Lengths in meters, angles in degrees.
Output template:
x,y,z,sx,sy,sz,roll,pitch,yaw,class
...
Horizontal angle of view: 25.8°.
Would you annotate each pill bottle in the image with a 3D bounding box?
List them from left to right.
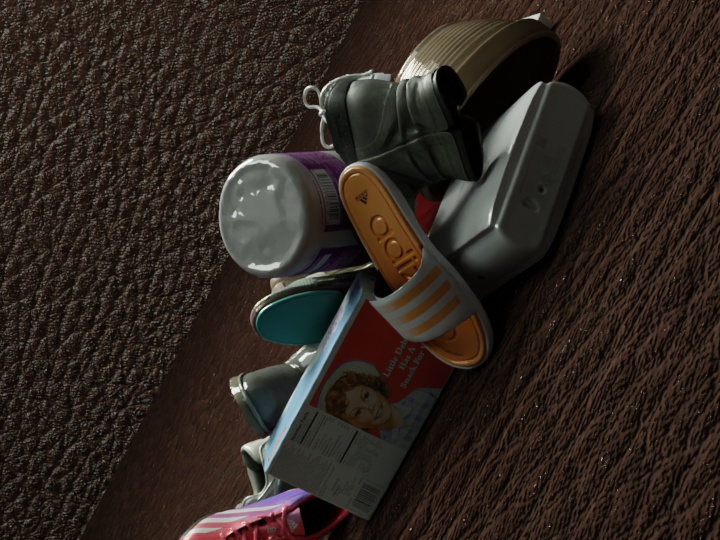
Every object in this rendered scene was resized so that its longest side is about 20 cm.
x,y,z,sx,sy,sz,roll,pitch,yaw,class
-0.033,-0.056,1.482,0.199,0.112,0.113,-8,-46,-55,pill bottle

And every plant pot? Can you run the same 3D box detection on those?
x,y,z,sx,sy,sz,roll,pitch,yaw,class
0.096,-0.173,1.522,0.201,0.093,0.201,-42,-19,-18,plant pot

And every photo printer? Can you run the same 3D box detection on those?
x,y,z,sx,sy,sz,roll,pitch,yaw,class
0.125,-0.063,1.421,0.168,0.069,0.200,-68,11,-22,photo printer

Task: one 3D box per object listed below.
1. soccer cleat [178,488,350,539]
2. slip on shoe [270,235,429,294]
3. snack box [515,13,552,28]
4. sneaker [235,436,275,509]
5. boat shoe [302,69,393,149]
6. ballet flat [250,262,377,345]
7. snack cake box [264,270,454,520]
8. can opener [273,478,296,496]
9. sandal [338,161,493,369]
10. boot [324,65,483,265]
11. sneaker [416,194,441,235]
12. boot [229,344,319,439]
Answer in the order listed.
x,y,z,sx,sy,sz,roll,pitch,yaw,class
-0.096,0.255,1.526,0.199,0.069,0.073,-16,-4,-42,soccer cleat
0.000,0.000,1.624,0.198,0.061,0.076,-26,-22,-17,slip on shoe
0.144,-0.180,1.678,0.072,0.024,0.202,-8,54,53,snack box
-0.077,0.196,1.723,0.078,0.099,0.202,-46,20,58,sneaker
-0.012,-0.159,1.516,0.202,0.085,0.076,-104,10,-75,boat shoe
-0.009,0.025,1.514,0.071,0.198,0.070,-106,7,-56,ballet flat
0.003,0.117,1.471,0.201,0.114,0.067,-61,11,14,snack cake box
-0.050,0.168,1.663,0.053,0.066,0.203,117,160,-79,can opener
0.032,0.005,1.362,0.059,0.208,0.079,-31,-5,-47,sandal
0.051,-0.082,1.388,0.129,0.202,0.068,3,34,33,boot
0.067,-0.120,1.716,0.202,0.115,0.078,-67,11,-15,sneaker
-0.024,0.082,1.566,0.199,0.073,0.182,-29,1,10,boot
